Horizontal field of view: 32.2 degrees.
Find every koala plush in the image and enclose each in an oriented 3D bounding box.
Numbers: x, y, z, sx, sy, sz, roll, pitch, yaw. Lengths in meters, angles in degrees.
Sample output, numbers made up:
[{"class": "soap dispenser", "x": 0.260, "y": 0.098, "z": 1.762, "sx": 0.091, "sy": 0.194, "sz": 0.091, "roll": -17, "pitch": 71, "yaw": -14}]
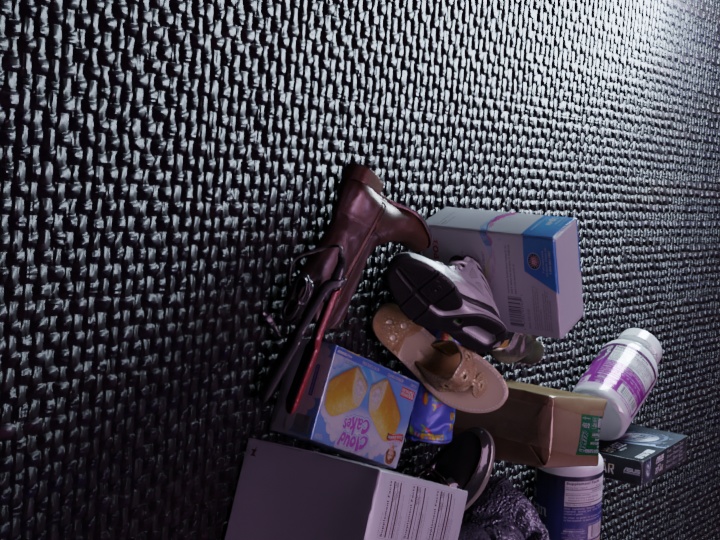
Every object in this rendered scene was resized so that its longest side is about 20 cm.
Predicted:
[{"class": "koala plush", "x": 0.155, "y": 0.395, "z": 1.739, "sx": 0.200, "sy": 0.177, "sz": 0.185, "roll": -8, "pitch": 92, "yaw": -54}]

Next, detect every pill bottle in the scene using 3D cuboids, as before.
[{"class": "pill bottle", "x": 0.338, "y": 0.348, "z": 2.027, "sx": 0.111, "sy": 0.111, "sz": 0.201, "roll": -12, "pitch": 106, "yaw": -54}, {"class": "pill bottle", "x": 0.445, "y": 0.190, "z": 2.148, "sx": 0.200, "sy": 0.112, "sz": 0.113, "roll": -46, "pitch": 132, "yaw": -40}]

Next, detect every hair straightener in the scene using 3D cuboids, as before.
[{"class": "hair straightener", "x": -0.073, "y": 0.059, "z": 1.406, "sx": 0.077, "sy": 0.041, "sz": 0.201, "roll": 22, "pitch": 98, "yaw": -17}]

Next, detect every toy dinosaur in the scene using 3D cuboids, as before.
[{"class": "toy dinosaur", "x": 0.224, "y": 0.097, "z": 1.843, "sx": 0.200, "sy": 0.077, "sz": 0.103, "roll": 3, "pitch": 81, "yaw": -59}]

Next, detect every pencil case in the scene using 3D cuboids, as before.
[{"class": "pencil case", "x": 0.090, "y": 0.130, "z": 1.654, "sx": 0.086, "sy": 0.078, "sz": 0.201, "roll": -1, "pitch": 98, "yaw": -40}]

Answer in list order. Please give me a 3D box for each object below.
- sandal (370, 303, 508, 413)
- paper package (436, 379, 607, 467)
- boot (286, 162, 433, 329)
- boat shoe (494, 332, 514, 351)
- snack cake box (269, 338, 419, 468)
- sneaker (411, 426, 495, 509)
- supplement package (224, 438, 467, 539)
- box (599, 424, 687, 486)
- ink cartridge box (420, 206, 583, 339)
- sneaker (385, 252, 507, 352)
[{"class": "sandal", "x": 0.103, "y": 0.121, "z": 1.581, "sx": 0.211, "sy": 0.070, "sz": 0.078, "roll": 37, "pitch": 91, "yaw": -9}, {"class": "paper package", "x": 0.228, "y": 0.215, "z": 1.771, "sx": 0.200, "sy": 0.190, "sz": 0.104, "roll": 13, "pitch": 87, "yaw": -56}, {"class": "boot", "x": 0.000, "y": 0.000, "z": 1.512, "sx": 0.186, "sy": 0.064, "sz": 0.201, "roll": 40, "pitch": 63, "yaw": -40}, {"class": "boat shoe", "x": 0.217, "y": 0.022, "z": 1.793, "sx": 0.062, "sy": 0.074, "sz": 0.201, "roll": 119, "pitch": -7, "yaw": -55}, {"class": "snack cake box", "x": -0.016, "y": 0.165, "z": 1.519, "sx": 0.200, "sy": 0.067, "sz": 0.116, "roll": 29, "pitch": 72, "yaw": -53}, {"class": "sneaker", "x": 0.095, "y": 0.287, "z": 1.652, "sx": 0.200, "sy": 0.075, "sz": 0.106, "roll": -55, "pitch": 141, "yaw": 3}, {"class": "supplement package", "x": -0.017, "y": 0.294, "z": 1.435, "sx": 0.200, "sy": 0.190, "sz": 0.148, "roll": 25, "pitch": 76, "yaw": -53}, {"class": "box", "x": 0.448, "y": 0.310, "z": 2.135, "sx": 0.200, "sy": 0.160, "sz": 0.044, "roll": -10, "pitch": 105, "yaw": -53}, {"class": "ink cartridge box", "x": 0.188, "y": 0.000, "z": 1.665, "sx": 0.085, "sy": 0.199, "sz": 0.145, "roll": -38, "pitch": 127, "yaw": -50}, {"class": "sneaker", "x": 0.099, "y": 0.016, "z": 1.573, "sx": 0.200, "sy": 0.076, "sz": 0.116, "roll": 36, "pitch": 27, "yaw": -33}]
